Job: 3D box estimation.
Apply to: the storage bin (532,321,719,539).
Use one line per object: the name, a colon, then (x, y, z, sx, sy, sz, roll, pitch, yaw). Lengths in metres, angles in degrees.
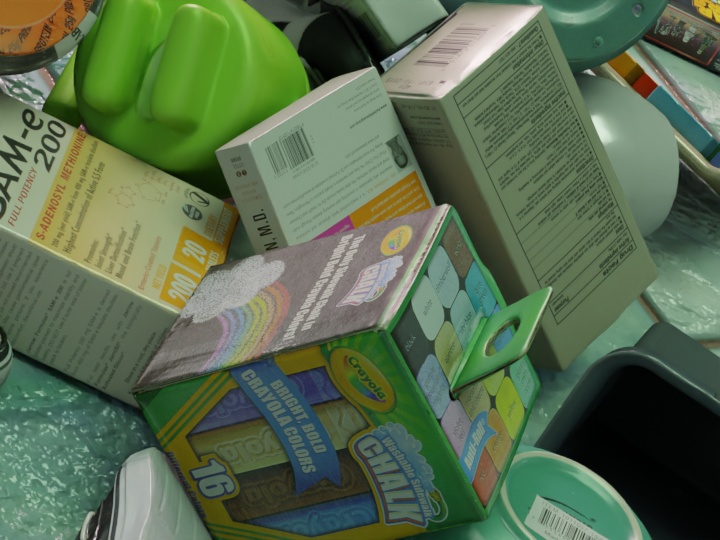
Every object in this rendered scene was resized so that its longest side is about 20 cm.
storage bin: (0.213, 0.112, 1.701, 0.200, 0.146, 0.134, 33, 22, 2)

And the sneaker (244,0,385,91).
sneaker: (-0.044, -0.127, 1.819, 0.074, 0.088, 0.200, 60, -11, -31)

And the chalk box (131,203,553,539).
chalk box: (0.010, 0.057, 1.487, 0.124, 0.199, 0.125, 63, 31, -23)

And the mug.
mug: (0.097, 0.166, 1.538, 0.185, 0.115, 0.152, 2, 43, -38)

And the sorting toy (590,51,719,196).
sorting toy: (0.202, -0.114, 2.002, 0.200, 0.037, 0.185, 41, 5, 17)

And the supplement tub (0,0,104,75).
supplement tub: (-0.211, -0.173, 1.652, 0.122, 0.123, 0.200, 21, 0, -16)

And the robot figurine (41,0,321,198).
robot figurine: (-0.096, -0.106, 1.701, 0.175, 0.116, 0.200, 12, -5, 15)

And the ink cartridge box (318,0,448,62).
ink cartridge box: (-0.026, -0.210, 1.819, 0.174, 0.043, 0.200, 56, -7, -4)

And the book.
book: (0.000, 0.000, 1.642, 0.134, 0.048, 0.201, -35, 107, -51)

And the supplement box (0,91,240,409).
supplement box: (-0.176, -0.020, 1.596, 0.200, 0.074, 0.126, 26, 32, -9)

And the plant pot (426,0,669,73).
plant pot: (0.112, -0.212, 1.815, 0.200, 0.201, 0.161, 18, 15, -20)

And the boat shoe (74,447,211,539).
boat shoe: (-0.118, 0.143, 1.426, 0.072, 0.071, 0.200, 60, 7, -9)

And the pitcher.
pitcher: (0.090, -0.081, 1.876, 0.199, 0.122, 0.172, 3, 28, -21)

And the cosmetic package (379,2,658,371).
cosmetic package: (0.092, -0.050, 1.733, 0.071, 0.200, 0.105, 9, 42, 48)

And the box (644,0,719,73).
box: (0.241, -0.222, 2.246, 0.200, 0.040, 0.137, 24, 34, -13)

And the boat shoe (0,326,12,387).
boat shoe: (-0.267, 0.000, 1.508, 0.200, 0.057, 0.069, 28, 32, -6)
